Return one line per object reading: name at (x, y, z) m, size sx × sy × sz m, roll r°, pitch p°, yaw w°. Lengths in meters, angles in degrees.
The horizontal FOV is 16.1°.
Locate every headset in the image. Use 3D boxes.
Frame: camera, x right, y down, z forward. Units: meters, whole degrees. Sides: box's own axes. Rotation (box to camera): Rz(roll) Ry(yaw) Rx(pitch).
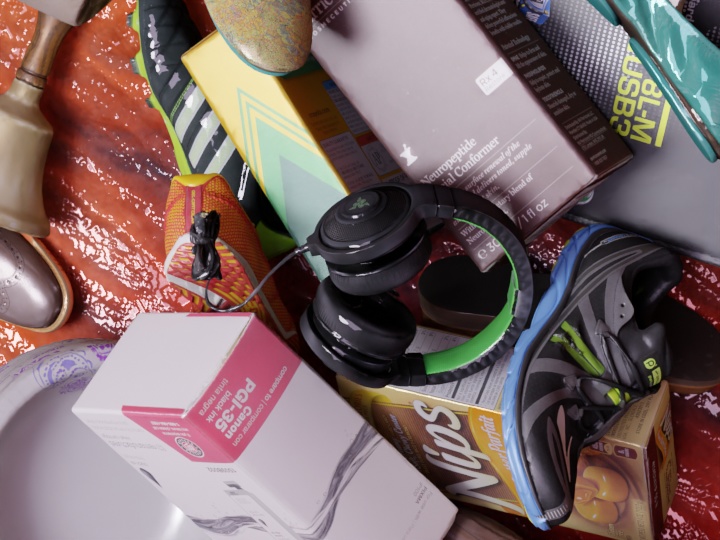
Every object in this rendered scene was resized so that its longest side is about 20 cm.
headset at (0.000, 0.000, 1.485) m, size 0.199 × 0.094 × 0.124 m, roll 3°, pitch 121°, yaw -9°

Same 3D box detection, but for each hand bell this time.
hand bell at (-0.214, -0.134, 1.678) m, size 0.104 × 0.104 × 0.201 m, roll 25°, pitch 96°, yaw 16°

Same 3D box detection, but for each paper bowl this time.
paper bowl at (-0.179, 0.143, 1.663) m, size 0.199 × 0.104 × 0.202 m, roll -2°, pitch 95°, yaw -23°

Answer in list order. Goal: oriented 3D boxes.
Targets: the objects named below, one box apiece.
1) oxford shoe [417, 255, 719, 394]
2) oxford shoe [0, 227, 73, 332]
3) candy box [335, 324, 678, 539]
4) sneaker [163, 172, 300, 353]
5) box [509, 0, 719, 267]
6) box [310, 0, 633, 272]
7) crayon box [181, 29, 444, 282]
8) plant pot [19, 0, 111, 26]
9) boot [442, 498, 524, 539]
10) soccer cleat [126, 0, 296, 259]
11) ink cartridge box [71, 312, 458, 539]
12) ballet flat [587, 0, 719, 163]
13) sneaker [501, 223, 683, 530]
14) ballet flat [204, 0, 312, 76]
oxford shoe at (0.134, 0.046, 1.579) m, size 0.199 × 0.071 × 0.072 m, roll 14°, pitch 134°, yaw 18°
oxford shoe at (-0.286, -0.014, 1.723) m, size 0.199 × 0.073 × 0.072 m, roll 30°, pitch 110°, yaw 14°
candy box at (0.092, 0.099, 1.570) m, size 0.199 × 0.055 × 0.116 m, roll 12°, pitch 145°, yaw 19°
sneaker at (-0.077, 0.008, 1.607) m, size 0.072 × 0.200 × 0.078 m, roll -3°, pitch 58°, yaw 5°
box at (0.174, -0.119, 1.529) m, size 0.192 × 0.047 × 0.201 m, roll 19°, pitch 108°, yaw 20°
box at (0.058, -0.111, 1.515) m, size 0.100 × 0.075 × 0.200 m, roll -41°, pitch 83°, yaw 27°
crayon box at (-0.033, -0.094, 1.575) m, size 0.051 × 0.126 × 0.201 m, roll -33°, pitch 87°, yaw 24°
plant pot at (-0.205, -0.253, 1.586) m, size 0.173 × 0.200 × 0.200 m, roll 39°, pitch 113°, yaw 0°
boot at (0.126, 0.226, 1.579) m, size 0.187 × 0.064 × 0.200 m, roll 60°, pitch 157°, yaw -17°
soccer cleat at (-0.091, -0.100, 1.637) m, size 0.081 × 0.068 × 0.201 m, roll -14°, pitch 102°, yaw 14°
ink cartridge box at (-0.058, 0.118, 1.575) m, size 0.200 × 0.083 × 0.146 m, roll 45°, pitch 155°, yaw -25°
ballet flat at (0.170, -0.156, 1.470) m, size 0.070 × 0.067 × 0.200 m, roll -39°, pitch 85°, yaw 1°
sneaker at (0.136, 0.057, 1.472) m, size 0.082 × 0.200 × 0.071 m, roll 8°, pitch 146°, yaw 25°
ballet flat at (-0.065, -0.201, 1.501) m, size 0.071 × 0.071 × 0.201 m, roll -40°, pitch 42°, yaw 24°
